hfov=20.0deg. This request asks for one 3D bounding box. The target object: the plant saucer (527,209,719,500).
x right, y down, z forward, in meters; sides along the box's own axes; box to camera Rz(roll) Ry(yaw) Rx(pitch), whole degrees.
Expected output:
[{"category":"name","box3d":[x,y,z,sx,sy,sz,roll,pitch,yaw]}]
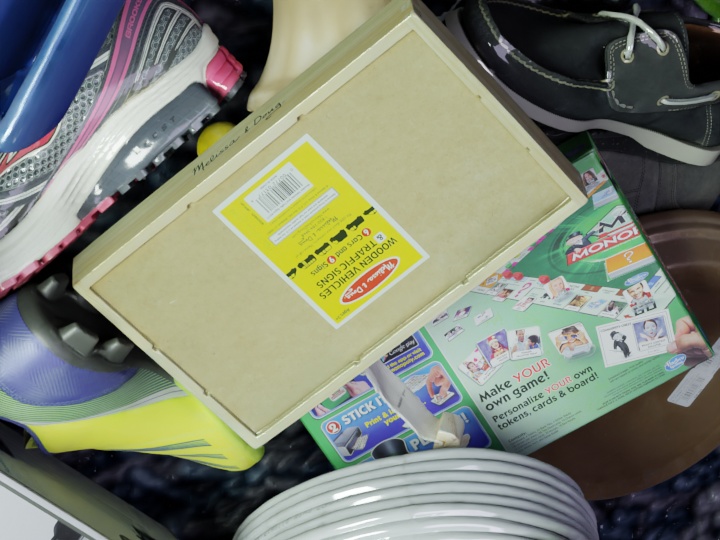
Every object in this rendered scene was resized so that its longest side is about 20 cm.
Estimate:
[{"category":"plant saucer","box3d":[0.152,0.055,1.122,0.199,0.029,0.200,-14,132,-17]}]

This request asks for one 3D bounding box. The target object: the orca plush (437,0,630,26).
[{"category":"orca plush","box3d":[0.102,-0.153,1.016,0.200,0.071,0.105,-28,120,-16]}]

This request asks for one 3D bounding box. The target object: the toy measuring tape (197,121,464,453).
[{"category":"toy measuring tape","box3d":[0.000,0.000,0.976,0.074,0.074,0.200,-44,103,-6]}]

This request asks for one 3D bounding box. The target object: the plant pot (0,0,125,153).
[{"category":"plant pot","box3d":[-0.182,-0.169,0.784,0.180,0.200,0.200,23,98,-41]}]

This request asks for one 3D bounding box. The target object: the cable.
[{"category":"cable","box3d":[0.026,0.160,1.047,0.199,0.069,0.200,2,148,-9]}]

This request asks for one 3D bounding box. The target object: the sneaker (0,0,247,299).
[{"category":"sneaker","box3d":[-0.147,-0.047,0.929,0.200,0.081,0.075,-43,95,-7]}]

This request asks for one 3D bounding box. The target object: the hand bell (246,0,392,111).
[{"category":"hand bell","box3d":[-0.022,-0.181,0.934,0.104,0.104,0.201,-15,99,-23]}]

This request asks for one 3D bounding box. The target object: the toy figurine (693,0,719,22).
[{"category":"toy figurine","box3d":[0.279,-0.111,1.064,0.150,0.184,0.200,-44,123,-6]}]

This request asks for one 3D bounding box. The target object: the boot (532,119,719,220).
[{"category":"boot","box3d":[0.112,-0.026,1.082,0.199,0.068,0.131,0,116,-27]}]

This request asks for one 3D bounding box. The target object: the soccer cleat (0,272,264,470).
[{"category":"soccer cleat","box3d":[-0.118,0.061,0.978,0.084,0.065,0.200,-38,147,14]}]

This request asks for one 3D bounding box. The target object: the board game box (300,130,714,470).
[{"category":"board game box","box3d":[0.061,0.034,1.041,0.200,0.029,0.135,-29,113,11]}]

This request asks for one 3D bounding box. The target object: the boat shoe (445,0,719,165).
[{"category":"boat shoe","box3d":[0.121,-0.105,0.976,0.200,0.072,0.068,9,136,-41]}]

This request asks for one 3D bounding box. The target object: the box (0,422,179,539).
[{"category":"box","box3d":[-0.155,0.126,0.963,0.200,0.117,0.060,38,89,-34]}]

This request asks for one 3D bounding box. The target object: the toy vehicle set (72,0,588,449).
[{"category":"toy vehicle set","box3d":[-0.014,-0.018,0.915,0.200,0.027,0.124,-37,117,16]}]
